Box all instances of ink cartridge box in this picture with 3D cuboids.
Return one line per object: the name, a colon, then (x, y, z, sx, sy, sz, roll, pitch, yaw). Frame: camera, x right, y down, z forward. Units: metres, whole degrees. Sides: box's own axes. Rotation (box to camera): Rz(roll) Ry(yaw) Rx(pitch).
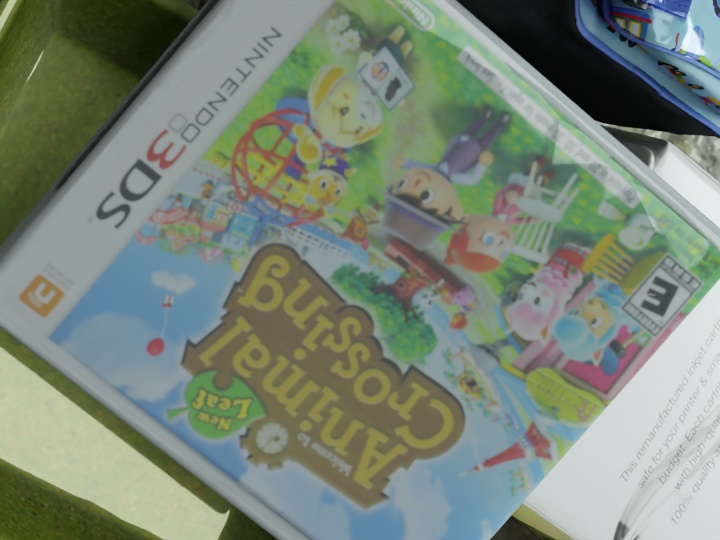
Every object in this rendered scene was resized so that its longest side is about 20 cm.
ink cartridge box: (0.125, 0.053, 1.084, 0.200, 0.084, 0.145, 37, 81, -31)

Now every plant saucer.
plant saucer: (-0.079, 0.013, 0.967, 0.200, 0.048, 0.200, 29, 84, -21)

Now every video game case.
video game case: (0.000, 0.000, 0.931, 0.200, 0.022, 0.182, 39, 97, -18)

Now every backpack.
backpack: (0.106, -0.162, 0.985, 0.183, 0.134, 0.200, 29, 76, -57)
